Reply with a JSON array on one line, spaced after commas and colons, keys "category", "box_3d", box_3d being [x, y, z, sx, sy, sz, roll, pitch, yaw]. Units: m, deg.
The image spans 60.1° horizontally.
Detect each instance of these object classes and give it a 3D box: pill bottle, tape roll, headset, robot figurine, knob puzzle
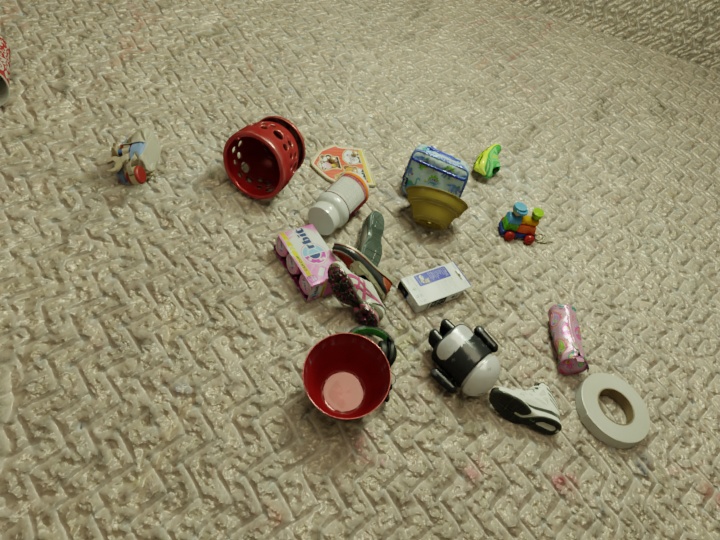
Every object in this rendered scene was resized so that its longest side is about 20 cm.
[{"category": "pill bottle", "box_3d": [-0.063, -0.193, 1.792, 0.109, 0.110, 0.200, 32, 48, 10]}, {"category": "tape roll", "box_3d": [0.658, 0.364, 1.626, 0.199, 0.037, 0.206, 11, 48, -12]}, {"category": "headset", "box_3d": [0.033, 0.219, 1.514, 0.121, 0.095, 0.201, -8, 38, -20]}, {"category": "robot figurine", "box_3d": [0.256, 0.217, 1.548, 0.200, 0.151, 0.124, 45, 21, 21]}, {"category": "knob puzzle", "box_3d": [-0.061, -0.339, 1.975, 0.215, 0.031, 0.223, 10, 48, -11]}]

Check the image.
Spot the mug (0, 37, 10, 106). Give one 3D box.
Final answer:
[{"category": "mug", "box_3d": [-1.069, -0.569, 1.738, 0.174, 0.135, 0.202, 0, 47, -23]}]

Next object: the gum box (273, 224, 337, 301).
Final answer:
[{"category": "gum box", "box_3d": [-0.138, -0.027, 1.649, 0.112, 0.067, 0.201, -17, 58, -33]}]

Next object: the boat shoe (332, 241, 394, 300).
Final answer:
[{"category": "boat shoe", "box_3d": [0.000, 0.000, 1.650, 0.199, 0.071, 0.063, 37, 74, -15]}]

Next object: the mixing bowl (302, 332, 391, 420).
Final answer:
[{"category": "mixing bowl", "box_3d": [-0.035, 0.254, 1.403, 0.195, 0.109, 0.204, 3, 58, -5]}]

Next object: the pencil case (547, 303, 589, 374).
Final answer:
[{"category": "pencil case", "box_3d": [0.572, 0.188, 1.714, 0.086, 0.088, 0.203, 13, 46, -9]}]

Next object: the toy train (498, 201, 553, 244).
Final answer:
[{"category": "toy train", "box_3d": [0.550, -0.151, 1.977, 0.196, 0.117, 0.086, 9, 48, -12]}]

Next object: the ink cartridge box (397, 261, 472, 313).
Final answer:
[{"category": "ink cartridge box", "box_3d": [0.208, 0.045, 1.736, 0.197, 0.040, 0.100, -17, 58, -29]}]

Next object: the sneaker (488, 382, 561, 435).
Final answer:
[{"category": "sneaker", "box_3d": [0.410, 0.322, 1.558, 0.198, 0.076, 0.116, 28, 37, -6]}]

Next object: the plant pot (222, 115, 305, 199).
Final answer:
[{"category": "plant pot", "box_3d": [-0.268, -0.333, 1.783, 0.198, 0.202, 0.183, 27, 39, 4]}]

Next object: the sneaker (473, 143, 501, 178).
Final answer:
[{"category": "sneaker", "box_3d": [0.453, -0.379, 2.184, 0.084, 0.074, 0.200, 49, 44, -9]}]

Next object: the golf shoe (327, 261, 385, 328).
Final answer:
[{"category": "golf shoe", "box_3d": [-0.010, 0.052, 1.596, 0.201, 0.072, 0.092, 53, 41, -15]}]

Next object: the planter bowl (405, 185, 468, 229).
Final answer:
[{"category": "planter bowl", "box_3d": [0.218, -0.178, 1.870, 0.197, 0.200, 0.085, 19, 81, -3]}]

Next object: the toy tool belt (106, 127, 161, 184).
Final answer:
[{"category": "toy tool belt", "box_3d": [-0.623, -0.293, 1.687, 0.120, 0.126, 0.202, -11, 44, 12]}]

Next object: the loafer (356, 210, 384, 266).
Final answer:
[{"category": "loafer", "box_3d": [0.022, -0.072, 1.762, 0.071, 0.062, 0.203, 31, 56, -28]}]

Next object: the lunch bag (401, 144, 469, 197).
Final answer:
[{"category": "lunch bag", "box_3d": [0.235, -0.294, 1.950, 0.197, 0.163, 0.083, 24, 30, 2]}]
